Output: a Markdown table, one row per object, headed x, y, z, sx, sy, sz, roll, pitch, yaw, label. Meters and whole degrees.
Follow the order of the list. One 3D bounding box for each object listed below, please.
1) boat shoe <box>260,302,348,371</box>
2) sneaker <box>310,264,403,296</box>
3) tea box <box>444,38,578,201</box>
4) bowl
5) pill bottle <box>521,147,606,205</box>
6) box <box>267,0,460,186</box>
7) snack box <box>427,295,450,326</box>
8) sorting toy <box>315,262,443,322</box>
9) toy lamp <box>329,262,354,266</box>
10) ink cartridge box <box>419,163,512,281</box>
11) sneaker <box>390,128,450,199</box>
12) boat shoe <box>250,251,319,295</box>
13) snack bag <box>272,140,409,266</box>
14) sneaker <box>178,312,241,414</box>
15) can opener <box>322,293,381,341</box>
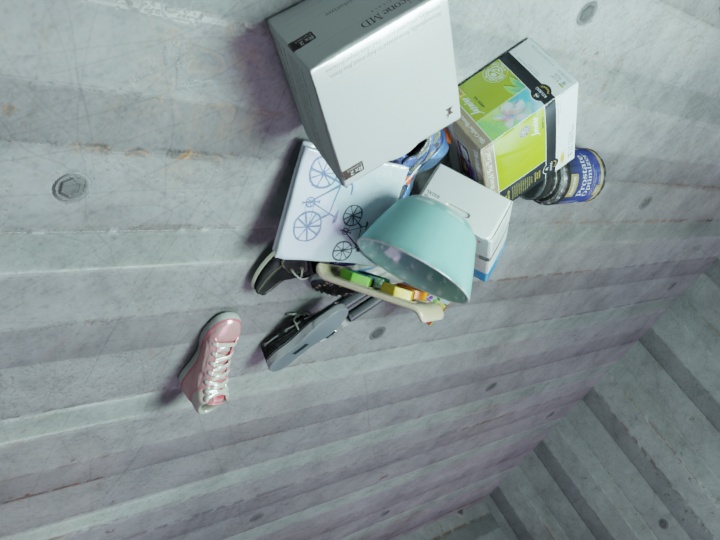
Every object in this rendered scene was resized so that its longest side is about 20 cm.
| x | y | z | sx | sy | sz | roll | pitch | yaw | label |
| --- | --- | --- | --- | --- | --- | --- | --- | --- | --- |
| -0.112 | 0.113 | 1.372 | 0.198 | 0.069 | 0.073 | -40 | 154 | 19 | boat shoe |
| 0.000 | 0.000 | 1.331 | 0.194 | 0.074 | 0.072 | -11 | 156 | -5 | sneaker |
| 0.252 | -0.237 | 1.200 | 0.194 | 0.135 | 0.201 | -34 | 150 | -4 | tea box |
| 0.102 | -0.042 | 1.101 | 0.107 | 0.197 | 0.201 | -62 | 151 | -11 | bowl |
| 0.403 | -0.192 | 1.437 | 0.196 | 0.113 | 0.113 | -9 | 141 | -39 | pill bottle |
| 0.012 | -0.257 | 0.914 | 0.196 | 0.131 | 0.202 | -31 | 144 | -9 | box |
| 0.204 | 0.001 | 1.481 | 0.201 | 0.067 | 0.168 | -51 | 174 | 25 | snack box |
| 0.039 | 0.030 | 1.176 | 0.037 | 0.196 | 0.185 | -68 | 163 | 4 | sorting toy |
| 0.027 | -0.055 | 1.296 | 0.196 | 0.059 | 0.059 | -19 | 146 | -26 | toy lamp |
| 0.180 | -0.078 | 1.231 | 0.085 | 0.143 | 0.201 | -56 | 163 | -13 | ink cartridge box |
| 0.061 | -0.170 | 1.158 | 0.201 | 0.075 | 0.078 | -52 | 148 | 3 | sneaker |
| -0.105 | -0.016 | 1.193 | 0.198 | 0.068 | 0.072 | -38 | 162 | 15 | boat shoe |
| -0.027 | -0.099 | 1.110 | 0.195 | 0.021 | 0.193 | 4 | 117 | -29 | snack bag |
| -0.257 | 0.176 | 1.274 | 0.074 | 0.105 | 0.202 | 5 | 130 | -45 | sneaker |
| -0.022 | 0.075 | 1.442 | 0.197 | 0.053 | 0.066 | -33 | -176 | -3 | can opener |
